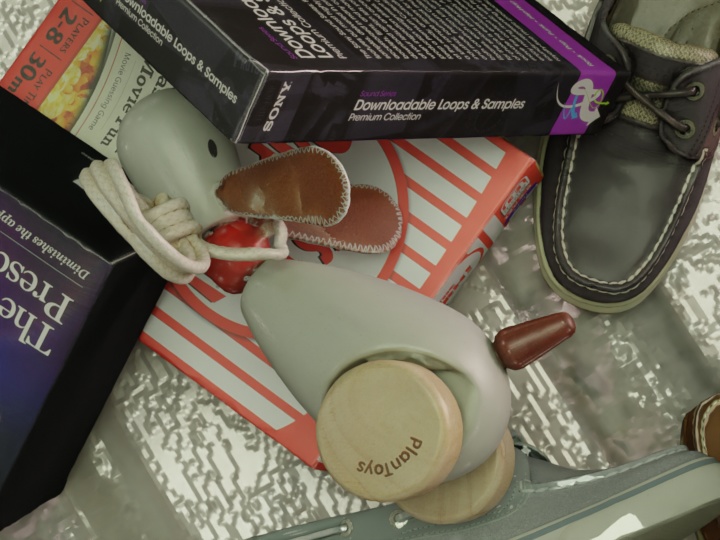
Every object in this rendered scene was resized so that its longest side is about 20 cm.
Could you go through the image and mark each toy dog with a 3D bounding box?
[{"bbox_3d":[0.000,0.000,0.877,0.096,0.132,0.200,-41,94,6],"label":"toy dog"}]

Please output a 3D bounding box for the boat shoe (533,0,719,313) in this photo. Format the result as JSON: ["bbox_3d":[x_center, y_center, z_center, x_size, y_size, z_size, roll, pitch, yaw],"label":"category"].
[{"bbox_3d":[0.119,-0.082,0.979,0.072,0.065,0.200,20,81,8],"label":"boat shoe"}]

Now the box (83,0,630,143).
[{"bbox_3d":[-0.012,-0.100,0.917,0.143,0.200,0.036,44,120,33],"label":"box"}]

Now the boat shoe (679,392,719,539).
[{"bbox_3d":[0.188,0.133,0.923,0.076,0.074,0.200,-27,77,-2],"label":"boat shoe"}]

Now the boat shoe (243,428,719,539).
[{"bbox_3d":[0.042,0.097,0.934,0.201,0.070,0.072,-21,74,13],"label":"boat shoe"}]

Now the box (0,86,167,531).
[{"bbox_3d":[-0.186,-0.009,0.951,0.200,0.079,0.141,33,116,12],"label":"box"}]

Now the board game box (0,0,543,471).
[{"bbox_3d":[-0.050,-0.037,0.985,0.200,0.046,0.152,35,90,11],"label":"board game box"}]
